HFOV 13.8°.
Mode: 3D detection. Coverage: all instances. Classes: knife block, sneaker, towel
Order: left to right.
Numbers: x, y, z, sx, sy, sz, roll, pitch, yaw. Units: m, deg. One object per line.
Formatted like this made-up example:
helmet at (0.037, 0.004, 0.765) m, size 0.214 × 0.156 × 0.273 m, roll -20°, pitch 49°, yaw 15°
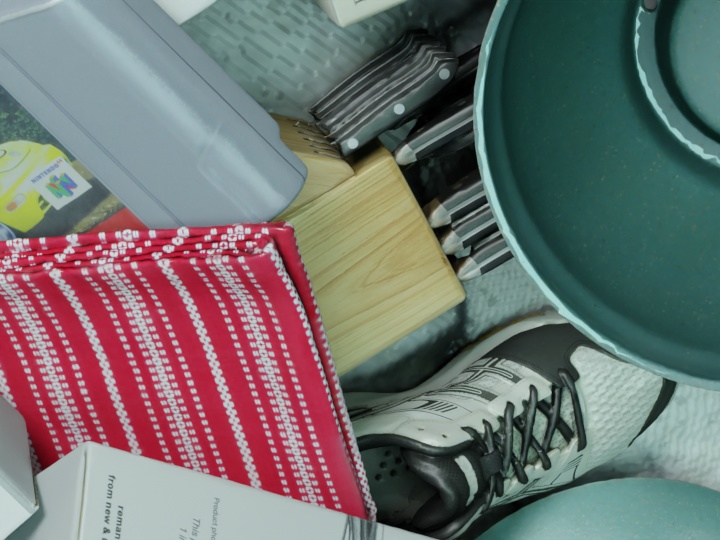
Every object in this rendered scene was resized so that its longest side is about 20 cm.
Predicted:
towel at (-0.103, 0.050, 1.113) m, size 0.199 × 0.023 × 0.145 m, roll -4°, pitch 124°, yaw 18°
knife block at (0.000, 0.000, 1.174) m, size 0.174 × 0.064 × 0.201 m, roll 12°, pitch 104°, yaw -16°
sneaker at (0.044, 0.077, 1.197) m, size 0.199 × 0.088 × 0.076 m, roll -20°, pitch 109°, yaw -8°

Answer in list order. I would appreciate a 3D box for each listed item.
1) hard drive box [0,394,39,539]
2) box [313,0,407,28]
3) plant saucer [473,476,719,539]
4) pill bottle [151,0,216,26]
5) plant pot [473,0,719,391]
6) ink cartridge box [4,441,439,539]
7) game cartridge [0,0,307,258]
hard drive box at (-0.237, 0.052, 1.048) m, size 0.156 × 0.077 × 0.200 m, roll -41°, pitch 113°, yaw 7°
box at (0.062, -0.171, 1.131) m, size 0.199 × 0.068 × 0.083 m, roll -26°, pitch 111°, yaw -5°
plant saucer at (0.107, 0.184, 1.259) m, size 0.199 × 0.036 × 0.201 m, roll -7°, pitch 116°, yaw -14°
pill bottle at (-0.115, -0.183, 1.063) m, size 0.111 × 0.111 × 0.201 m, roll -34°, pitch 112°, yaw -1°
plant pot at (0.151, -0.071, 1.105) m, size 0.199 × 0.134 × 0.202 m, roll 4°, pitch 108°, yaw 11°
ink cartridge box at (-0.050, 0.146, 1.121) m, size 0.199 × 0.146 × 0.085 m, roll 18°, pitch 61°, yaw -27°
game cartridge at (-0.133, -0.031, 1.097) m, size 0.200 × 0.041 × 0.133 m, roll -32°, pitch 111°, yaw 34°
